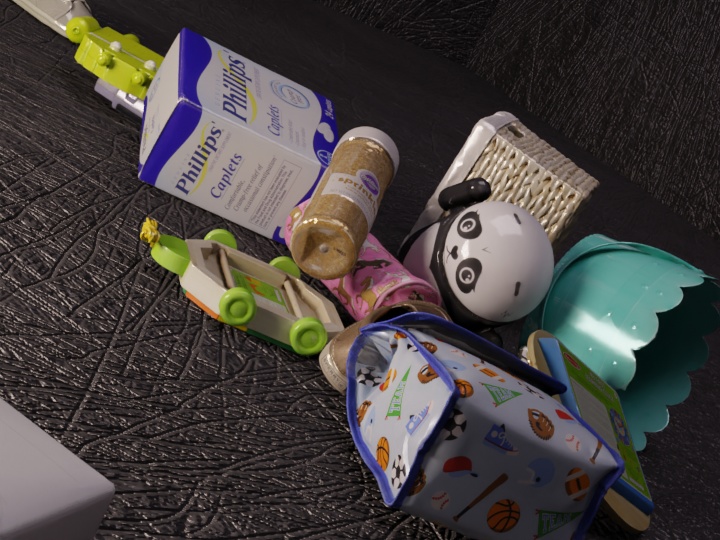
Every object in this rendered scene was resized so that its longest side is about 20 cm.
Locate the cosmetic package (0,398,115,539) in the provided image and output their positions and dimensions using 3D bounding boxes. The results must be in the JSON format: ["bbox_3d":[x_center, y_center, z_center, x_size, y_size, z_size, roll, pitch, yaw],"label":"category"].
[{"bbox_3d":[-0.244,0.098,0.604,0.198,0.124,0.200,33,14,15],"label":"cosmetic package"}]

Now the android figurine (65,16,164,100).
[{"bbox_3d":[-0.267,-0.245,1.766,0.181,0.041,0.200,29,12,-2],"label":"android figurine"}]

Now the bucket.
[{"bbox_3d":[0.264,0.069,1.533,0.134,0.209,0.206,28,12,29],"label":"bucket"}]

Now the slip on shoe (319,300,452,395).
[{"bbox_3d":[0.038,0.058,1.326,0.076,0.061,0.199,53,30,16],"label":"slip on shoe"}]

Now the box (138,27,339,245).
[{"bbox_3d":[-0.129,-0.144,1.611,0.199,0.105,0.185,24,27,-19],"label":"box"}]

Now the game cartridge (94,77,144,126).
[{"bbox_3d":[-0.209,-0.173,1.772,0.199,0.039,0.129,33,19,15],"label":"game cartridge"}]

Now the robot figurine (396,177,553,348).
[{"bbox_3d":[0.108,0.002,1.504,0.151,0.125,0.200,51,-27,-8],"label":"robot figurine"}]

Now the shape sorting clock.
[{"bbox_3d":[0.204,0.144,1.339,0.200,0.039,0.201,49,25,-32],"label":"shape sorting clock"}]

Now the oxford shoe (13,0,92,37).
[{"bbox_3d":[-0.398,-0.353,1.974,0.199,0.058,0.075,36,13,18],"label":"oxford shoe"}]

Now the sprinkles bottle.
[{"bbox_3d":[-0.013,-0.068,1.455,0.068,0.069,0.201,28,34,-3],"label":"sprinkles bottle"}]

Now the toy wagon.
[{"bbox_3d":[-0.109,0.011,1.323,0.199,0.040,0.155,23,15,-20],"label":"toy wagon"}]

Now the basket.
[{"bbox_3d":[0.175,-0.070,1.824,0.160,0.201,0.198,33,15,8],"label":"basket"}]

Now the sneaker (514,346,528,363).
[{"bbox_3d":[0.164,0.128,1.384,0.080,0.074,0.200,36,17,2],"label":"sneaker"}]

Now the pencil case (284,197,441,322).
[{"bbox_3d":[0.000,0.000,1.489,0.086,0.084,0.200,-13,35,-25],"label":"pencil case"}]

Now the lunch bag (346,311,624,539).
[{"bbox_3d":[0.085,0.119,1.164,0.169,0.125,0.200,27,9,-22],"label":"lunch bag"}]
